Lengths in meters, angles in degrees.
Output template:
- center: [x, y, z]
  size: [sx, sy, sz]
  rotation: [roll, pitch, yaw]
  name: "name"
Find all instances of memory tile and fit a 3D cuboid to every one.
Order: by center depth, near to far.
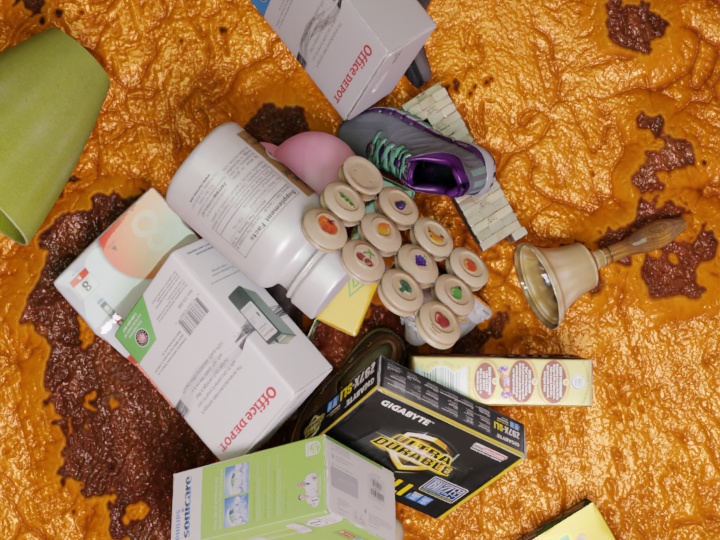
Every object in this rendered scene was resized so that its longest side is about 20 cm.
- center: [0.040, -0.022, 1.342]
  size: [0.199, 0.154, 0.017]
  rotation: [39, 131, -3]
  name: "memory tile"

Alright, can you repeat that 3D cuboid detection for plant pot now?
- center: [-0.377, -0.165, 1.459]
  size: [0.186, 0.187, 0.201]
  rotation: [38, 74, 1]
  name: "plant pot"

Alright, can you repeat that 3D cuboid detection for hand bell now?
- center: [0.286, -0.019, 1.495]
  size: [0.198, 0.104, 0.105]
  rotation: [-22, 89, -12]
  name: "hand bell"

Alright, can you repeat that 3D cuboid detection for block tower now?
- center: [0.117, -0.114, 1.503]
  size: [0.057, 0.054, 0.202]
  rotation: [-31, 88, 0]
  name: "block tower"

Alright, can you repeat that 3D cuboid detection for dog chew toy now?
- center: [-0.100, -0.091, 1.474]
  size: [0.196, 0.125, 0.127]
  rotation: [-2, 89, 8]
  name: "dog chew toy"

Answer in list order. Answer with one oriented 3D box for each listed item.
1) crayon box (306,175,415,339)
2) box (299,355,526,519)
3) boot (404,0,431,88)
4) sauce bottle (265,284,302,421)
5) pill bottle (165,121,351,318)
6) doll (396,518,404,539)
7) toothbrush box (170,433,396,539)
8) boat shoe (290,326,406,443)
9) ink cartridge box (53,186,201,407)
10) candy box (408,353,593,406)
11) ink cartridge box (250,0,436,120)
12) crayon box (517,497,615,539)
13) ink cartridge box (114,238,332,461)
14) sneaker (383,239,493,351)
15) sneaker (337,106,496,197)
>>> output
- center: [0.000, 0.000, 1.465]
  size: [0.051, 0.126, 0.202]
  rotation: [24, 89, 1]
  name: "crayon box"
- center: [0.054, 0.185, 1.420]
  size: [0.198, 0.160, 0.050]
  rotation: [27, 45, -23]
  name: "box"
- center: [0.079, -0.324, 1.504]
  size: [0.130, 0.070, 0.203]
  rotation: [-20, 93, -6]
  name: "boot"
- center: [-0.097, 0.069, 1.490]
  size: [0.065, 0.066, 0.204]
  rotation: [1, 91, 0]
  name: "sauce bottle"
- center: [-0.095, -0.049, 1.362]
  size: [0.200, 0.114, 0.115]
  rotation: [41, 89, 5]
  name: "pill bottle"
- center: [-0.043, 0.328, 1.494]
  size: [0.197, 0.048, 0.138]
  rotation: [-22, 89, 3]
  name: "doll"
- center: [-0.080, 0.254, 1.387]
  size: [0.198, 0.145, 0.087]
  rotation: [-20, 57, 27]
  name: "toothbrush box"
- center: [-0.018, 0.152, 1.489]
  size: [0.072, 0.068, 0.201]
  rotation: [35, 89, 1]
  name: "boat shoe"
- center: [-0.229, 0.033, 1.503]
  size: [0.162, 0.050, 0.200]
  rotation: [-43, 86, 0]
  name: "ink cartridge box"
- center: [0.153, 0.122, 1.466]
  size: [0.196, 0.117, 0.058]
  rotation: [-1, 88, 1]
  name: "candy box"
- center: [-0.027, -0.291, 1.446]
  size: [0.084, 0.145, 0.201]
  rotation: [-33, 82, -30]
  name: "ink cartridge box"
- center: [0.221, 0.386, 1.487]
  size: [0.198, 0.058, 0.174]
  rotation: [-31, 89, -1]
  name: "crayon box"
- center: [-0.149, 0.088, 1.408]
  size: [0.200, 0.084, 0.146]
  rotation: [48, 124, 9]
  name: "ink cartridge box"
- center: [0.072, 0.039, 1.441]
  size: [0.092, 0.199, 0.076]
  rotation: [-48, 52, 7]
  name: "sneaker"
- center: [0.048, -0.130, 1.443]
  size: [0.198, 0.087, 0.076]
  rotation: [18, 112, 26]
  name: "sneaker"
